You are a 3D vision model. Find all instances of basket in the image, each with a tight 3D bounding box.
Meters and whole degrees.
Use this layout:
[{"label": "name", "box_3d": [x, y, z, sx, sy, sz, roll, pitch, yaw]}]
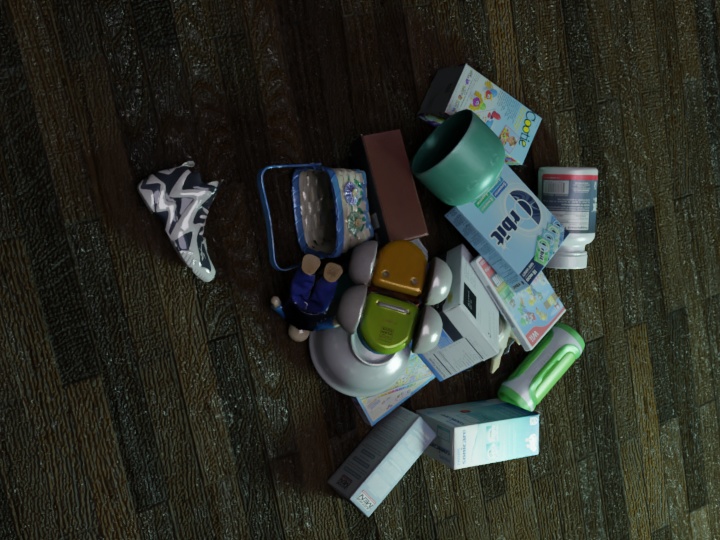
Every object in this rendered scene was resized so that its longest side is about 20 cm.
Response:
[{"label": "basket", "box_3d": [-0.081, -0.104, 1.559, 0.199, 0.139, 0.178, -15, 102, -31]}]

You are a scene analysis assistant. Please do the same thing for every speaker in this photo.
[{"label": "speaker", "box_3d": [0.372, 0.204, 1.857, 0.200, 0.088, 0.089, -45, 113, -16]}]

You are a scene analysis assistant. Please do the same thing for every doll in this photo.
[{"label": "doll", "box_3d": [-0.087, 0.062, 1.562, 0.136, 0.200, 0.049, 20, 47, -5]}]

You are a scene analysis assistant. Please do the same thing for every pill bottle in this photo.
[{"label": "pill bottle", "box_3d": [0.415, -0.108, 1.825, 0.119, 0.119, 0.202, -2, 98, -27]}]

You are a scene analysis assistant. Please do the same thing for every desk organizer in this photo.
[{"label": "desk organizer", "box_3d": [0.050, -0.143, 1.601, 0.077, 0.072, 0.201, -13, 85, -20]}]

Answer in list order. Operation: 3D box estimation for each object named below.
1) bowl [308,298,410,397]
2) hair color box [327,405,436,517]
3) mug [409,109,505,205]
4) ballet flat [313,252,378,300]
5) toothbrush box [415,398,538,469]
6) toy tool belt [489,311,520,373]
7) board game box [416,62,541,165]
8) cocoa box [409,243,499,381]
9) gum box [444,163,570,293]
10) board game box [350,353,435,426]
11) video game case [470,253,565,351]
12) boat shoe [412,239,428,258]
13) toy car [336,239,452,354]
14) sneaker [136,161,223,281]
[{"label": "bowl", "box_3d": [0.013, 0.128, 1.632, 0.200, 0.090, 0.203, 3, 81, -18]}, {"label": "hair color box", "box_3d": [0.040, 0.353, 1.696, 0.200, 0.099, 0.061, -47, 114, -15]}, {"label": "mug", "box_3d": [0.178, -0.195, 1.610, 0.114, 0.185, 0.152, 40, 99, -19]}, {"label": "ballet flat", "box_3d": [0.000, 0.000, 1.652, 0.199, 0.072, 0.073, -17, 103, -25]}, {"label": "toothbrush box", "box_3d": [0.226, 0.315, 1.761, 0.199, 0.146, 0.086, -5, 97, -25]}, {"label": "toy tool belt", "box_3d": [0.276, 0.092, 1.788, 0.123, 0.124, 0.201, 49, 59, -44]}, {"label": "board game box", "box_3d": [0.226, -0.291, 1.715, 0.199, 0.103, 0.105, 29, 81, -26]}, {"label": "cocoa box", "box_3d": [0.166, 0.076, 1.658, 0.131, 0.200, 0.134, -30, 115, 25]}, {"label": "gum box", "box_3d": [0.277, -0.086, 1.690, 0.200, 0.045, 0.170, 47, 55, -4]}, {"label": "board game box", "box_3d": [0.062, 0.182, 1.724, 0.199, 0.034, 0.135, -34, 110, -20]}, {"label": "video game case", "box_3d": [0.301, 0.032, 1.711, 0.143, 0.017, 0.201, -39, 100, -39]}, {"label": "boat shoe", "box_3d": [0.071, -0.096, 1.677, 0.072, 0.070, 0.201, -46, 110, -9]}, {"label": "toy car", "box_3d": [0.051, 0.055, 1.531, 0.174, 0.150, 0.201, 16, 66, -4]}, {"label": "sneaker", "box_3d": [-0.266, -0.091, 1.499, 0.129, 0.079, 0.200, -34, 100, -11]}]
